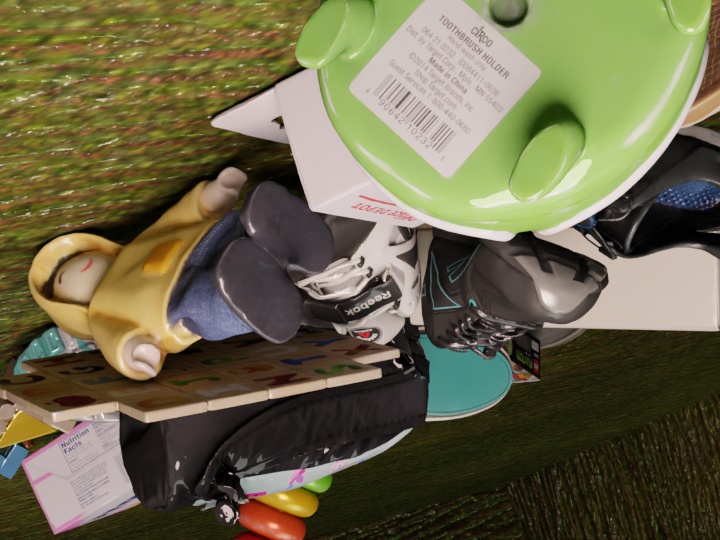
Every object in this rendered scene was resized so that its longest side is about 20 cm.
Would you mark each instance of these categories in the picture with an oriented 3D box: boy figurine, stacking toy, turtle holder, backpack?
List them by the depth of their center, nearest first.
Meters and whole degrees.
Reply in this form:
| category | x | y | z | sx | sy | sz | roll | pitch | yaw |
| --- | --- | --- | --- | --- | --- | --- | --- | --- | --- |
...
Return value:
| category | x | y | z | sx | sy | sz | roll | pitch | yaw |
| --- | --- | --- | --- | --- | --- | --- | --- | --- | --- |
| turtle holder | 0.064 | -0.102 | 0.636 | 0.139 | 0.188 | 0.132 | 12 | 173 | 13 |
| boy figurine | -0.098 | 0.000 | 0.874 | 0.199 | 0.125 | 0.064 | -4 | 142 | 49 |
| backpack | -0.057 | 0.063 | 1.080 | 0.198 | 0.169 | 0.126 | -6 | 179 | -33 |
| stacking toy | -0.055 | 0.151 | 1.276 | 0.085 | 0.202 | 0.085 | 22 | 174 | 2 |

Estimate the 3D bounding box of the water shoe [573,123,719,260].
| category | x | y | z | sx | sy | sz | roll | pitch | yaw |
| --- | --- | --- | --- | --- | --- | --- | --- | --- | --- |
| water shoe | 0.127 | -0.050 | 0.925 | 0.197 | 0.079 | 0.072 | 3 | 128 | -12 |

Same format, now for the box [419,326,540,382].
| category | x | y | z | sx | sy | sz | roll | pitch | yaw |
| --- | --- | --- | --- | --- | --- | --- | --- | --- | --- |
| box | 0.056 | 0.052 | 1.319 | 0.109 | 0.035 | 0.200 | -7 | 161 | 25 |

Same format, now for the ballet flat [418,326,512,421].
| category | x | y | z | sx | sy | sz | roll | pitch | yaw |
| --- | --- | --- | --- | --- | --- | --- | --- | --- | --- |
| ballet flat | 0.012 | 0.077 | 1.219 | 0.198 | 0.070 | 0.069 | -7 | 164 | -24 |

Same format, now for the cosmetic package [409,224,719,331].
| category | x | y | z | sx | sy | sz | roll | pitch | yaw |
| --- | --- | --- | --- | --- | --- | --- | --- | --- | --- |
| cosmetic package | 0.138 | -0.003 | 1.083 | 0.198 | 0.074 | 0.103 | -1 | -175 | 22 |

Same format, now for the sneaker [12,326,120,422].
| category | x | y | z | sx | sy | sz | roll | pitch | yaw |
| --- | --- | --- | --- | --- | --- | --- | --- | --- | --- |
| sneaker | -0.147 | 0.066 | 1.153 | 0.198 | 0.078 | 0.091 | -8 | 168 | -35 |

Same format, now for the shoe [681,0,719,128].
| category | x | y | z | sx | sy | sz | roll | pitch | yaw |
| --- | --- | --- | --- | --- | --- | --- | --- | --- | --- |
| shoe | 0.182 | -0.111 | 0.866 | 0.198 | 0.071 | 0.053 | -24 | 159 | 15 |

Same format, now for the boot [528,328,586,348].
| category | x | y | z | sx | sy | sz | roll | pitch | yaw |
| --- | --- | --- | --- | --- | --- | --- | --- | --- | --- |
| boot | 0.144 | 0.009 | 1.336 | 0.182 | 0.073 | 0.199 | -41 | 164 | 29 |

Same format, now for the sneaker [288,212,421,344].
| category | x | y | z | sx | sy | sz | roll | pitch | yaw |
| --- | --- | --- | --- | --- | --- | --- | --- | --- | --- |
| sneaker | 0.000 | 0.000 | 0.963 | 0.073 | 0.090 | 0.200 | -14 | 178 | 18 |

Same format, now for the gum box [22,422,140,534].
| category | x | y | z | sx | sy | sz | roll | pitch | yaw |
| --- | --- | --- | --- | --- | --- | --- | --- | --- | --- |
| gum box | -0.161 | 0.133 | 1.347 | 0.199 | 0.067 | 0.113 | -31 | 170 | 20 |

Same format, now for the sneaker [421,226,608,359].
| category | x | y | z | sx | sy | sz | roll | pitch | yaw |
| --- | --- | --- | --- | --- | --- | --- | --- | --- | --- |
| sneaker | 0.079 | 0.015 | 0.933 | 0.075 | 0.080 | 0.200 | 20 | -177 | -11 |

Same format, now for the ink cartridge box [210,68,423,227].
| category | x | y | z | sx | sy | sz | roll | pitch | yaw |
| --- | --- | --- | --- | --- | --- | --- | --- | --- | --- |
| ink cartridge box | 0.041 | -0.076 | 0.821 | 0.198 | 0.067 | 0.116 | -24 | 167 | 25 |

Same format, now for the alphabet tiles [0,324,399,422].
| category | x | y | z | sx | sy | sz | roll | pitch | yaw |
| --- | --- | --- | --- | --- | --- | --- | --- | --- | --- |
| alphabet tiles | -0.088 | 0.051 | 0.897 | 0.198 | 0.006 | 0.166 | -9 | -169 | -30 |

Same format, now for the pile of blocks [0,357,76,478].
| category | x | y | z | sx | sy | sz | roll | pitch | yaw |
| --- | --- | --- | --- | --- | --- | --- | --- | --- | --- |
| pile of blocks | -0.284 | 0.111 | 1.129 | 0.198 | 0.083 | 0.062 | -10 | -160 | -24 |

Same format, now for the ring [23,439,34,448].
| category | x | y | z | sx | sy | sz | roll | pitch | yaw |
| --- | --- | --- | --- | --- | --- | --- | --- | --- | --- |
| ring | -0.252 | 0.112 | 1.321 | 0.198 | 0.019 | 0.201 | -19 | 168 | -4 |
